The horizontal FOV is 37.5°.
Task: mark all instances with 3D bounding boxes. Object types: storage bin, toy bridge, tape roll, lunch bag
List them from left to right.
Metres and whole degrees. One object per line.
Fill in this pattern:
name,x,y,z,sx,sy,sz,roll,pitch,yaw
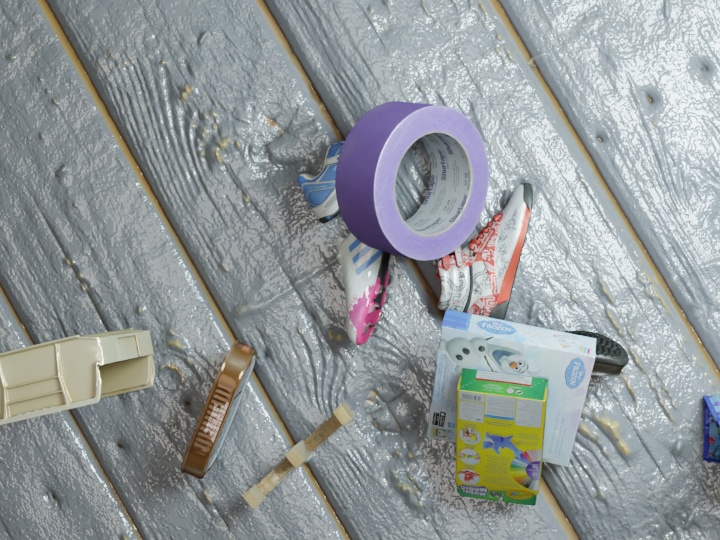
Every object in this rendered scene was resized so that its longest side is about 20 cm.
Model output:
storage bin,-0.409,0.145,1.475,0.197,0.200,0.095,-13,87,9
toy bridge,-0.086,0.259,1.492,0.200,0.067,0.027,-44,85,9
tape roll,0.070,-0.118,1.389,0.085,0.199,0.202,17,96,51
lunch bag,0.521,0.216,1.327,0.149,0.200,0.095,-1,92,9

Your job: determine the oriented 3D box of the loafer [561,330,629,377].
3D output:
loafer,0.263,0.126,1.440,0.198,0.073,0.072,2,112,17

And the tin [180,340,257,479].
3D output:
tin,-0.197,0.196,1.488,0.042,0.112,0.201,22,96,-2

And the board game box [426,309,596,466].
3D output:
board game box,0.196,0.158,1.407,0.197,0.044,0.201,12,127,9

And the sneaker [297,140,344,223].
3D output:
sneaker,-0.002,-0.156,1.462,0.200,0.076,0.077,-42,89,6

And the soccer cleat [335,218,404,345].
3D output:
soccer cleat,0.000,0.000,1.477,0.086,0.070,0.202,14,89,18

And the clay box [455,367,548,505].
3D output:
clay box,0.185,0.224,1.401,0.114,0.048,0.201,6,128,12

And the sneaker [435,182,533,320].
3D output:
sneaker,0.165,-0.030,1.444,0.107,0.067,0.203,14,96,6
